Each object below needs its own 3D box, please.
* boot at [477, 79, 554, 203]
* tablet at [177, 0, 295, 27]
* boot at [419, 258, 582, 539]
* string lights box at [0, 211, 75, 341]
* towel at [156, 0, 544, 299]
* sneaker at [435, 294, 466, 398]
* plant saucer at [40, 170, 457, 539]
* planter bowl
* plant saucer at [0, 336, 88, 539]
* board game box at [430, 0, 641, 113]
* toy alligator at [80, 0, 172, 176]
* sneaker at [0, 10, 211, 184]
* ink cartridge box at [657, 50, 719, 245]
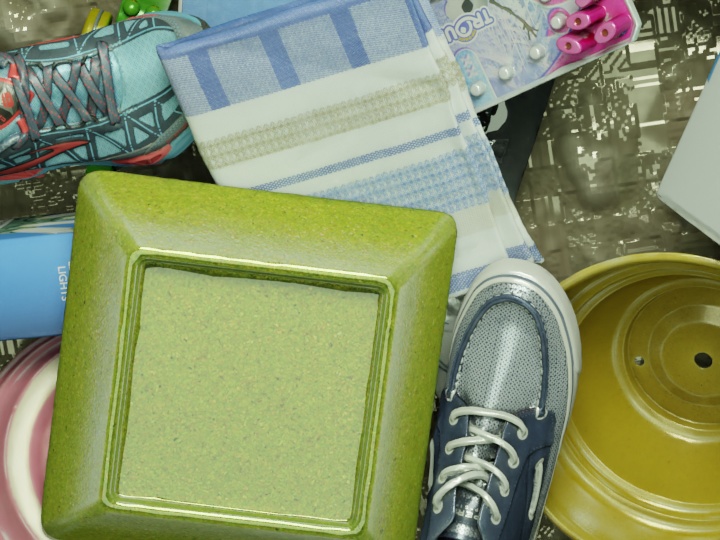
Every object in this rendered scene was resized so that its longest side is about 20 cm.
[{"bbox_3d":[0.035,-0.146,1.564,0.165,0.066,0.200,19,107,1],"label":"boot"},{"bbox_3d":[-0.039,-0.154,1.523,0.130,0.014,0.200,14,111,26],"label":"tablet"},{"bbox_3d":[0.071,0.099,1.526,0.073,0.090,0.200,9,118,13],"label":"boot"},{"bbox_3d":[-0.169,0.002,1.581,0.200,0.103,0.059,-6,98,4],"label":"string lights box"},{"bbox_3d":[-0.004,-0.058,1.501,0.147,0.024,0.200,-17,123,12],"label":"towel"},{"bbox_3d":[0.000,0.000,1.590,0.200,0.075,0.087,34,107,-4],"label":"sneaker"},{"bbox_3d":[-0.059,0.060,1.493,0.200,0.048,0.200,7,100,-3],"label":"plant saucer"},{"bbox_3d":[0.182,0.065,1.574,0.200,0.083,0.200,8,117,15],"label":"planter bowl"},{"bbox_3d":[-0.119,0.109,1.574,0.200,0.051,0.201,3,65,-6],"label":"plant saucer"},{"bbox_3d":[0.023,-0.175,1.504,0.200,0.026,0.200,-23,91,33],"label":"board game box"},{"bbox_3d":[-0.123,-0.126,1.576,0.059,0.054,0.200,18,102,-1],"label":"toy alligator"},{"bbox_3d":[-0.166,-0.083,1.516,0.200,0.096,0.079,-17,87,27],"label":"sneaker"},{"bbox_3d":[0.292,-0.055,1.487,0.200,0.145,0.147,14,106,-32],"label":"ink cartridge box"}]
